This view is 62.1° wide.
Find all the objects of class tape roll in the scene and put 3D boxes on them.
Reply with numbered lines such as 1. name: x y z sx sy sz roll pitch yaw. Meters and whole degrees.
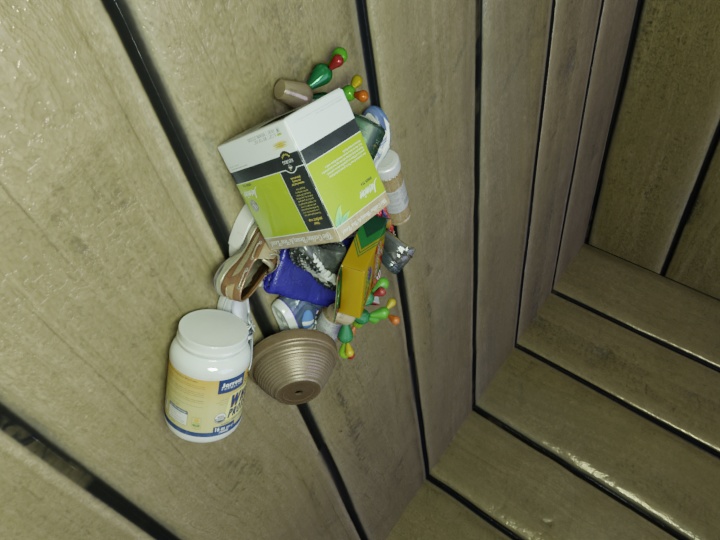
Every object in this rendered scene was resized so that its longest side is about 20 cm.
1. tape roll: -0.167 -0.067 1.149 0.202 0.037 0.205 -39 144 -36

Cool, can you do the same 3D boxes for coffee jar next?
1. coffee jar: -0.026 -0.202 1.176 0.104 0.084 0.203 -36 151 -81

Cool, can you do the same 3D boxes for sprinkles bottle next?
1. sprinkles bottle: -0.069 0.119 1.383 0.068 0.068 0.201 -22 149 -50
2. sprinkles bottle: 0.072 -0.189 1.395 0.069 0.068 0.201 -51 150 -19

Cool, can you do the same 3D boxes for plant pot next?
1. plant pot: -0.139 0.220 1.276 0.197 0.094 0.203 -10 140 -9

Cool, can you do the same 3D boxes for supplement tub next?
1. supplement tub: -0.274 0.187 1.075 0.144 0.143 0.203 -21 131 -51

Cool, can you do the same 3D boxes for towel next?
1. towel: -0.100 -0.011 1.195 0.198 0.049 0.150 16 95 -49

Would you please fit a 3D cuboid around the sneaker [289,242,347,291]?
1. sneaker: -0.072 -0.032 1.119 0.092 0.066 0.200 -68 155 -13

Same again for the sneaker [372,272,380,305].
1. sneaker: -0.018 0.012 1.458 0.199 0.077 0.118 26 68 -55

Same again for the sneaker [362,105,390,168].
1. sneaker: 0.005 -0.239 1.250 0.088 0.075 0.203 -24 132 -48

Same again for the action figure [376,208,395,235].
1. action figure: 0.048 -0.085 1.407 0.064 0.100 0.201 -15 147 4

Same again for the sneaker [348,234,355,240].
1. sneaker: -0.029 -0.036 1.361 0.199 0.079 0.079 -4 118 -59

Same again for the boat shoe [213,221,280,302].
1. boat shoe: -0.173 -0.026 1.061 0.201 0.071 0.076 -55 151 -13

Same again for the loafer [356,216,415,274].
1. loafer: 0.041 -0.090 1.313 0.072 0.201 0.073 -41 175 16

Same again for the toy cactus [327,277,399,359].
1. toy cactus: -0.007 0.105 1.274 0.164 0.102 0.201 16 116 -52

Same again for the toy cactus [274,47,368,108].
1. toy cactus: -0.076 -0.293 1.053 0.164 0.102 0.202 1 122 -48

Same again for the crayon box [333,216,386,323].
1. crayon box: 0.000 0.000 1.180 0.201 0.050 0.128 -66 167 -45

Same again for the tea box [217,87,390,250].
1. tea box: -0.092 -0.153 0.961 0.133 0.198 0.199 -38 113 -36

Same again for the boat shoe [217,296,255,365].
1. boat shoe: -0.234 0.114 1.157 0.072 0.068 0.203 -22 132 -50

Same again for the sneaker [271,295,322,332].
1. sneaker: -0.111 0.095 1.333 0.146 0.080 0.202 -43 141 -25
